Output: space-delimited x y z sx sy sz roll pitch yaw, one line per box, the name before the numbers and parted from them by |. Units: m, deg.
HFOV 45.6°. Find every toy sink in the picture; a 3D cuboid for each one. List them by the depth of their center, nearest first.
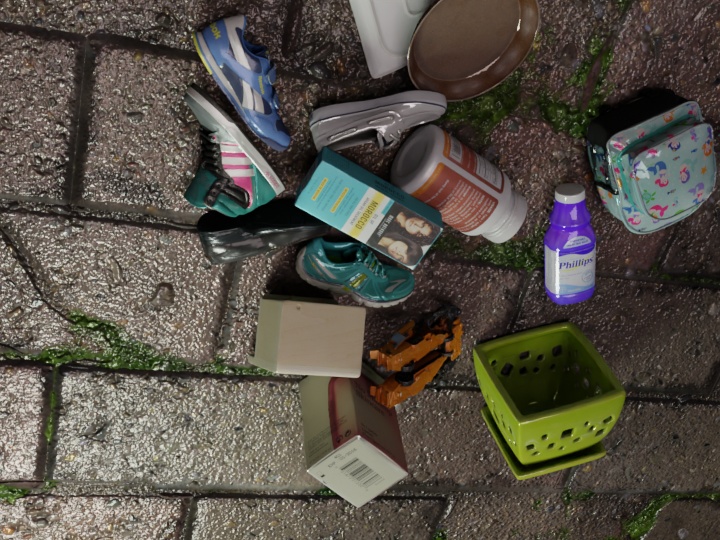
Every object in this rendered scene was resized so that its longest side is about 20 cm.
toy sink | -0.087 0.096 1.313 0.129 0.200 0.113 6 87 -19

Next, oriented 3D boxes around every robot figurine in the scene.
robot figurine | 0.098 0.133 1.393 0.199 0.058 0.146 -28 129 -42

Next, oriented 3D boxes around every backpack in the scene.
backpack | 0.460 -0.159 1.338 0.176 0.151 0.201 -24 127 -4

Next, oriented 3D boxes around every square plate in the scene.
square plate | 0.082 -0.384 1.164 0.198 0.028 0.199 -22 121 -4

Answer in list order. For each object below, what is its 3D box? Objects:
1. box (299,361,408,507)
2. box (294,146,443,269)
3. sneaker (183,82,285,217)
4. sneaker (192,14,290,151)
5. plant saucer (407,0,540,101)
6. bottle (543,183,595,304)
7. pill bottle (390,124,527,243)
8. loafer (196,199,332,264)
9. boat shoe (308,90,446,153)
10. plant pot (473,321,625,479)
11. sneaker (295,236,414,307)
box | -0.014 0.249 1.371 0.109 0.201 0.128 -37 122 18
box | 0.012 -0.086 1.204 0.199 0.049 0.083 28 118 -15
sneaker | -0.204 -0.148 1.178 0.121 0.084 0.200 -41 123 -3
sneaker | -0.141 -0.248 1.145 0.082 0.074 0.201 -34 123 1
plant saucer | 0.151 -0.323 1.182 0.198 0.035 0.201 -17 145 -12
bottle | 0.344 -0.043 1.407 0.083 0.065 0.202 -12 121 -9
pill bottle | 0.151 -0.122 1.278 0.199 0.112 0.113 29 107 -28
loafer | -0.137 -0.054 1.259 0.198 0.073 0.073 -5 128 -3
boat shoe | 0.029 -0.204 1.212 0.198 0.074 0.066 -11 77 -1
plant pot | 0.317 0.234 1.479 0.197 0.201 0.183 -13 127 -10
sneaker | 0.000 0.000 1.309 0.198 0.078 0.080 14 134 -23
